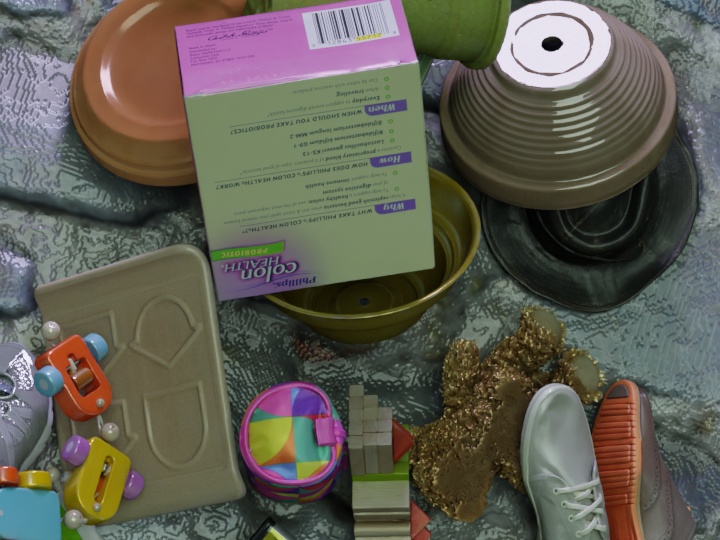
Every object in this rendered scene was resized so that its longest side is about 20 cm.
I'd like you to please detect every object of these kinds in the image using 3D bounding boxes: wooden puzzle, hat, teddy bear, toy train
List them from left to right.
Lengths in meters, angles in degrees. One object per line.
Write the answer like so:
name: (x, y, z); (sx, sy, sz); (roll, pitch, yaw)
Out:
toy train: (-0.248, 0.140, 1.612); (0.151, 0.055, 0.200); (56, 43, -9)
wooden puzzle: (-0.170, 0.093, 1.676); (0.046, 0.184, 0.201); (-5, 82, -53)
teddy bear: (0.116, 0.119, 1.754); (0.145, 0.067, 0.201); (34, 76, -21)
hat: (0.203, -0.068, 1.784); (0.199, 0.081, 0.202); (1, 80, -8)

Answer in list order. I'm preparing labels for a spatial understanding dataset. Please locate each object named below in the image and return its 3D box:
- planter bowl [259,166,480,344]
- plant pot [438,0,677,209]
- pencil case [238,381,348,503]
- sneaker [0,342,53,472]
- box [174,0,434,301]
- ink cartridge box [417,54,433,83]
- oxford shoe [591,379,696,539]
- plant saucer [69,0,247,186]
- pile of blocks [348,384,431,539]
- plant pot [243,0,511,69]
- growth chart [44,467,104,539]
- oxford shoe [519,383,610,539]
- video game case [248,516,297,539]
planter bowl: (0.000, 0.000, 1.720); (0.199, 0.084, 0.201); (-3, 41, 3)
plant pot: (0.160, -0.155, 1.739); (0.199, 0.093, 0.202); (-5, 54, 7)
pencil case: (-0.051, 0.138, 1.657); (0.088, 0.200, 0.089); (0, 81, 0)
sneaker: (-0.290, 0.126, 1.641); (0.074, 0.082, 0.201); (-1, 46, 9)
box: (-0.041, -0.093, 1.614); (0.175, 0.201, 0.097); (-9, 40, -3)
ink cartridge box: (-0.049, -0.174, 1.752); (0.199, 0.048, 0.146); (25, 63, 0)
oxford shoe: (0.237, 0.192, 1.763); (0.072, 0.071, 0.202); (-1, 88, -26)
plant saucer: (-0.147, -0.164, 1.720); (0.199, 0.038, 0.201); (-6, 62, 12)
pile of blocks: (0.026, 0.182, 1.693); (0.062, 0.082, 0.201); (-1, 121, 3)
plant pot: (0.000, -0.250, 1.662); (0.183, 0.200, 0.202); (-7, 82, -15)
growth chart: (-0.264, 0.265, 1.645); (0.145, 0.018, 0.200); (52, 55, -21)
oxford shoe: (0.174, 0.191, 1.721); (0.075, 0.058, 0.202); (-12, 102, -31)
video game case: (-0.068, 0.331, 1.684); (0.180, 0.026, 0.200); (40, 92, -1)
